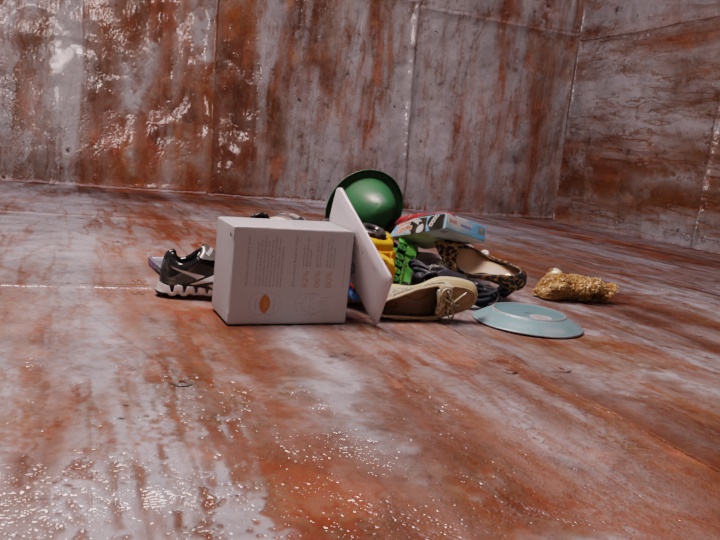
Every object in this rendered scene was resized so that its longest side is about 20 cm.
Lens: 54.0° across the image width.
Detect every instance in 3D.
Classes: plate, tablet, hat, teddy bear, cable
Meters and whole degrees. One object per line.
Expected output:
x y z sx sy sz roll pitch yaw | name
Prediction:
0.305 0.084 1.285 0.198 0.026 0.200 7 9 -1 | plate
-0.006 -0.023 1.151 0.014 0.131 0.201 -14 57 -22 | tablet
0.039 -0.101 1.394 0.165 0.201 0.176 33 11 -28 | hat
0.482 0.031 1.580 0.198 0.067 0.145 6 7 -6 | teddy bear
0.190 0.030 1.423 0.198 0.051 0.163 18 0 -14 | cable

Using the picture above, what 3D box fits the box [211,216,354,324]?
-0.126 -0.001 1.130 0.198 0.154 0.106 2 11 -26 | box

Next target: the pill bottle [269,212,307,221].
-0.175 -0.075 1.641 0.115 0.118 0.200 7 10 6 | pill bottle

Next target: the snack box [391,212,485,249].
0.161 -0.083 1.535 0.115 0.037 0.199 16 -12 -33 | snack box

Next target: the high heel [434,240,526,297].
0.248 -0.022 1.452 0.199 0.072 0.143 33 -16 3 | high heel

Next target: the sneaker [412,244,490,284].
0.201 -0.011 1.557 0.198 0.101 0.075 -1 14 -27 | sneaker

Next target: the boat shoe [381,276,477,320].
0.112 0.056 1.217 0.198 0.074 0.063 -7 18 -9 | boat shoe

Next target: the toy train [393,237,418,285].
0.088 -0.006 1.484 0.056 0.042 0.200 28 31 -6 | toy train

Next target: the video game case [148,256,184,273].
-0.332 -0.002 1.408 0.142 0.019 0.200 1 12 -28 | video game case

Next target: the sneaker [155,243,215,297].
-0.249 0.001 1.212 0.198 0.091 0.067 3 16 -12 | sneaker

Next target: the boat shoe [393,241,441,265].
0.093 -0.037 1.617 0.199 0.075 0.093 -2 49 -38 | boat shoe

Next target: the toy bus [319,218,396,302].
0.000 0.000 1.321 0.198 0.137 0.192 3 23 -33 | toy bus

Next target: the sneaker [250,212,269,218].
-0.192 -0.040 1.335 0.073 0.088 0.201 -10 38 6 | sneaker
